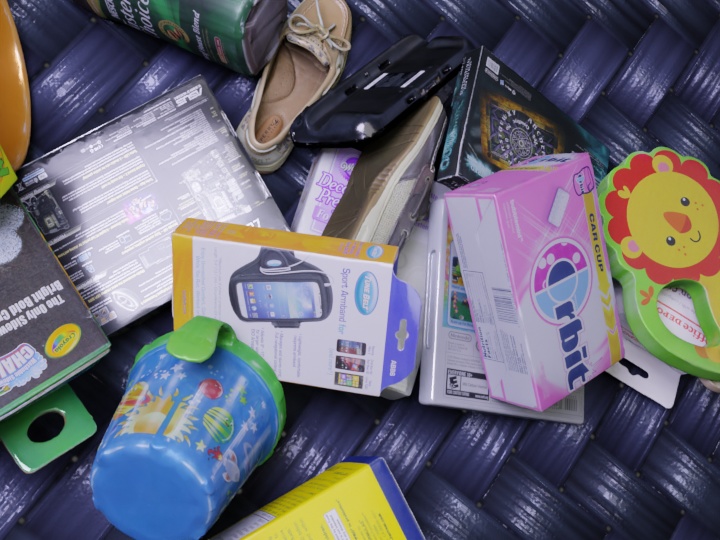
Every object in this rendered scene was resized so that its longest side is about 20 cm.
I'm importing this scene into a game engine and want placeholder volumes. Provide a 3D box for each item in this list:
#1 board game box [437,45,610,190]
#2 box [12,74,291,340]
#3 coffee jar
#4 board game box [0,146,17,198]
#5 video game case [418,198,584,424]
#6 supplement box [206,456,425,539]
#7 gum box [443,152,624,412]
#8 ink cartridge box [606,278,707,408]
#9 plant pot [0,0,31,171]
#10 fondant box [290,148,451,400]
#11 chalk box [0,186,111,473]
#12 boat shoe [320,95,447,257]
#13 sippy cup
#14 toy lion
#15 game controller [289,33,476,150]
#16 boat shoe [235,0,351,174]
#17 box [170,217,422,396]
[{"bbox_3d":[0.160,-0.100,0.820,0.199,0.028,0.136,29,65,-33],"label":"board game box"},{"bbox_3d":[-0.183,-0.051,0.752,0.199,0.044,0.161,-31,88,-9],"label":"box"},{"bbox_3d":[-0.168,-0.250,0.762,0.199,0.104,0.086,24,76,9],"label":"coffee jar"},{"bbox_3d":[-0.347,-0.082,0.583,0.198,0.102,0.048,-4,35,14],"label":"board game box"},{"bbox_3d":[0.140,0.043,0.816,0.199,0.024,0.184,13,74,-34],"label":"video game case"},{"bbox_3d":[-0.054,0.248,0.710,0.199,0.109,0.110,-27,87,-18],"label":"supplement box"},{"bbox_3d":[0.154,0.013,0.750,0.113,0.066,0.201,-23,107,-30],"label":"gum box"},{"bbox_3d":[0.315,0.023,0.875,0.116,0.067,0.201,29,69,-8],"label":"ink cartridge box"},{"bbox_3d":[-0.381,-0.158,0.669,0.182,0.200,0.202,-10,81,-2],"label":"plant pot"},{"bbox_3d":[0.000,0.000,0.803,0.143,0.058,0.201,20,73,-11],"label":"fondant box"},{"bbox_3d":[-0.282,0.055,0.664,0.125,0.124,0.201,-33,94,-33],"label":"chalk box"},{"bbox_3d":[0.028,-0.064,0.762,0.066,0.071,0.202,44,60,-29],"label":"boat shoe"},{"bbox_3d":[-0.137,0.134,0.669,0.139,0.131,0.179,-18,110,18],"label":"sippy cup"},{"bbox_3d":[0.300,-0.011,0.815,0.190,0.069,0.201,22,70,-2],"label":"toy lion"},{"bbox_3d":[0.024,-0.165,0.801,0.200,0.104,0.042,-45,135,-36],"label":"game controller"},{"bbox_3d":[-0.056,-0.185,0.821,0.073,0.063,0.201,24,74,-10],"label":"boat shoe"},{"bbox_3d":[-0.051,0.031,0.698,0.198,0.042,0.120,8,116,5],"label":"box"}]
